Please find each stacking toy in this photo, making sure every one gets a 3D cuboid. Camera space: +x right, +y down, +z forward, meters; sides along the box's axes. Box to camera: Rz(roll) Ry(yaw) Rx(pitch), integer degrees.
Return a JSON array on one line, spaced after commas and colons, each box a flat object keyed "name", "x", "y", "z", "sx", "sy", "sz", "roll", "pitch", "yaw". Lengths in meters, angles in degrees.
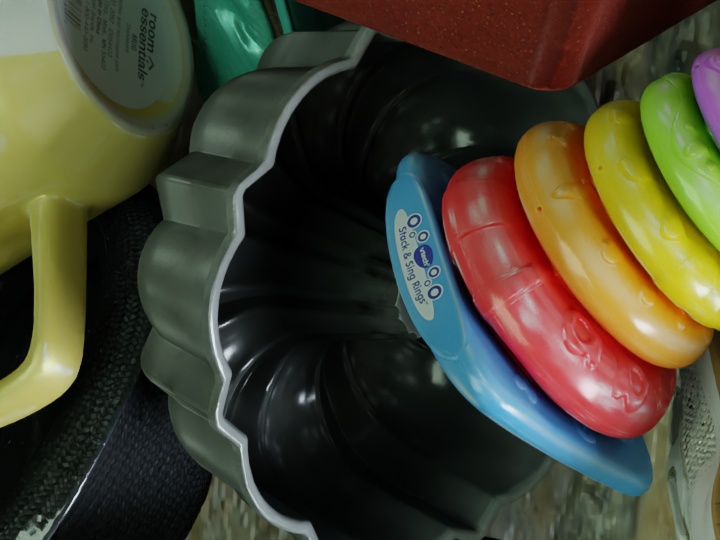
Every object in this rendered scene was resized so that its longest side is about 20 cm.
[{"name": "stacking toy", "x": 0.116, "y": -0.028, "z": 0.952, "sx": 0.200, "sy": 0.110, "sz": 0.116, "roll": -35, "pitch": 47, "yaw": 23}]

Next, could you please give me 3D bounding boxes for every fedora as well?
[{"name": "fedora", "x": -0.115, "y": 0.065, "z": 1.113, "sx": 0.200, "sy": 0.092, "sz": 0.201, "roll": -31, "pitch": 40, "yaw": 30}]

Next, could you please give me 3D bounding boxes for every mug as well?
[{"name": "mug", "x": -0.137, "y": -0.048, "z": 1.062, "sx": 0.153, "sy": 0.149, "sz": 0.187, "roll": -19, "pitch": 99, "yaw": 30}]

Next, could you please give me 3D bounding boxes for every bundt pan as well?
[{"name": "bundt pan", "x": 0.000, "y": 0.000, "z": 1.045, "sx": 0.076, "sy": 0.202, "sz": 0.202, "roll": 17, "pitch": 111, "yaw": 45}]

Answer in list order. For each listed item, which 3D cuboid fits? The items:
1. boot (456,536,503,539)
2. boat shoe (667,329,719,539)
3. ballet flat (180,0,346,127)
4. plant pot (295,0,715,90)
[{"name": "boot", "x": -0.017, "y": 0.175, "z": 1.090, "sx": 0.077, "sy": 0.200, "sz": 0.139, "roll": 10, "pitch": 104, "yaw": 63}, {"name": "boat shoe", "x": 0.139, "y": 0.085, "z": 0.993, "sx": 0.071, "sy": 0.200, "sz": 0.069, "roll": 13, "pitch": 126, "yaw": -8}, {"name": "ballet flat", "x": -0.051, "y": -0.137, "z": 1.054, "sx": 0.070, "sy": 0.067, "sz": 0.200, "roll": 5, "pitch": 124, "yaw": 24}, {"name": "plant pot", "x": 0.052, "y": -0.175, "z": 0.973, "sx": 0.200, "sy": 0.200, "sz": 0.177, "roll": 23, "pitch": 122, "yaw": 26}]
